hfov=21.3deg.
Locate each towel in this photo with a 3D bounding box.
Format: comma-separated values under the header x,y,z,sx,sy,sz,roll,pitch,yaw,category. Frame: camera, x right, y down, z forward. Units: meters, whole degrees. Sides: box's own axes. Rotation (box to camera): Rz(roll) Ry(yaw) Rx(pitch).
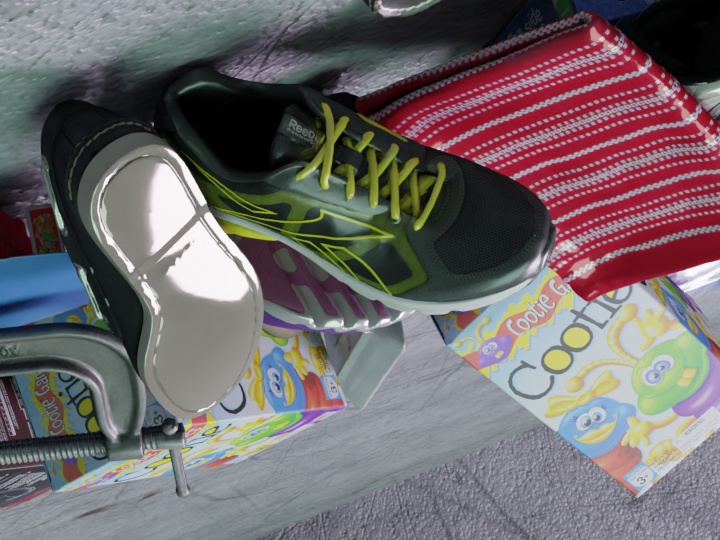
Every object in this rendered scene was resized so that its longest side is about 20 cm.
x,y,z,sx,sy,sz,roll,pitch,yaw,category
0.111,-0.049,0.934,0.144,0.023,0.200,-17,143,36,towel

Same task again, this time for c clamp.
x,y,z,sx,sy,sz,roll,pitch,yaw,category
-0.191,0.087,1.051,0.198,0.027,0.172,-2,142,-7,c clamp

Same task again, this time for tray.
x,y,z,sx,sy,sz,roll,pitch,yaw,category
-0.004,0.023,1.253,0.022,0.108,0.200,-9,166,-10,tray

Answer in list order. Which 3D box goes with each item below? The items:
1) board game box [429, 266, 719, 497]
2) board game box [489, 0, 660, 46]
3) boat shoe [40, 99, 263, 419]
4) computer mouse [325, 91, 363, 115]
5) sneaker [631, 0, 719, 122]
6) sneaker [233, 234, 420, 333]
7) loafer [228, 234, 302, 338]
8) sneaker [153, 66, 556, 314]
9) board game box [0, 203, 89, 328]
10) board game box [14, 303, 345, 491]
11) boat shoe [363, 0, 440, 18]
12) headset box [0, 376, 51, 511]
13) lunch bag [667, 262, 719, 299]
x,y,z,sx,sy,sz,roll,pitch,yaw,category
0.132,0.030,1.163,0.103,0.105,0.200,-42,128,13,board game box
0.128,-0.114,1.028,0.134,0.035,0.200,-15,167,-24,board game box
-0.099,-0.005,0.903,0.073,0.063,0.201,-39,146,-16,boat shoe
0.021,-0.072,0.956,0.198,0.034,0.059,-14,160,16,computer mouse
0.152,-0.097,0.935,0.087,0.076,0.200,11,147,-35,sneaker
0.000,0.000,1.034,0.199,0.081,0.088,-12,166,-43,sneaker
-0.049,-0.009,1.099,0.067,0.076,0.200,-33,169,16,loafer
-0.009,-0.037,0.875,0.198,0.075,0.085,14,162,10,sneaker
-0.209,-0.001,0.965,0.199,0.039,0.158,-6,167,-34,board game box
-0.113,0.065,1.217,0.103,0.106,0.199,-27,168,26,board game box
0.061,-0.142,0.724,0.071,0.061,0.201,-11,165,-39,boat shoe
-0.279,0.128,1.326,0.148,0.076,0.200,-25,167,23,headset box
0.171,-0.029,1.284,0.168,0.128,0.200,-18,162,-11,lunch bag
